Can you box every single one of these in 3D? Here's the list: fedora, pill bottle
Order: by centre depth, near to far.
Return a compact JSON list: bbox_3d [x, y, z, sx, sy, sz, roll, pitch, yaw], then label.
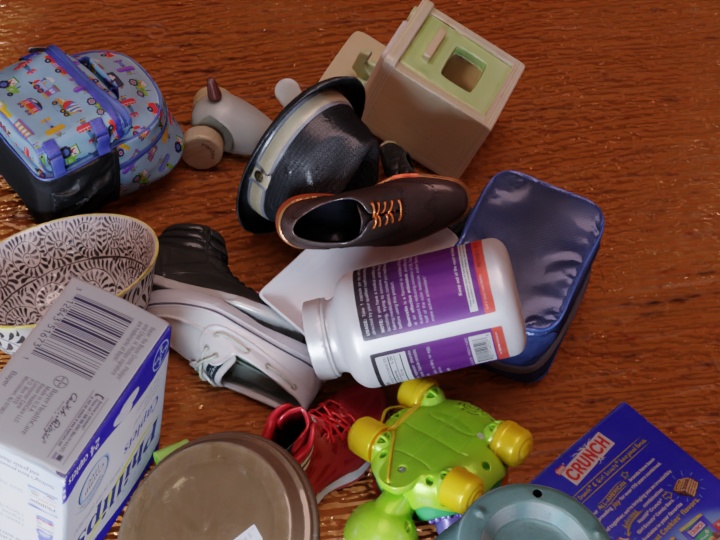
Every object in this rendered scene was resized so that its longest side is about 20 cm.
[{"bbox_3d":[0.050,0.044,1.333,0.198,0.113,0.113,-13,49,6],"label":"pill bottle"},{"bbox_3d":[-0.038,-0.100,1.489,0.092,0.201,0.200,41,54,20],"label":"fedora"}]

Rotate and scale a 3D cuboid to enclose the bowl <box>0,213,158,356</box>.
[{"bbox_3d":[-0.280,0.035,1.375,0.199,0.095,0.201,-9,30,5],"label":"bowl"}]

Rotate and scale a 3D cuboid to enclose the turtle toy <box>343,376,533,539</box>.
[{"bbox_3d":[0.059,0.193,1.313,0.145,0.102,0.200,26,47,32],"label":"turtle toy"}]

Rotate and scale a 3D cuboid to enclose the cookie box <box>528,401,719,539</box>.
[{"bbox_3d":[0.263,0.245,1.327,0.171,0.075,0.200,-33,62,-32],"label":"cookie box"}]

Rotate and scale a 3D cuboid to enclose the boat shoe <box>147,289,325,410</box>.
[{"bbox_3d":[-0.131,0.080,1.396,0.199,0.074,0.067,19,47,5],"label":"boat shoe"}]

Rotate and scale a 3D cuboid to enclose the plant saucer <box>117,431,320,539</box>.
[{"bbox_3d":[-0.129,0.232,1.223,0.199,0.029,0.202,-10,63,20],"label":"plant saucer"}]

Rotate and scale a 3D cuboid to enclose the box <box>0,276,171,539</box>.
[{"bbox_3d":[-0.253,0.147,1.229,0.104,0.201,0.184,24,49,8],"label":"box"}]

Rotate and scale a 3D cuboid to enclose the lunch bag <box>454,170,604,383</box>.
[{"bbox_3d":[0.165,0.005,1.479,0.135,0.133,0.201,24,61,13],"label":"lunch bag"}]

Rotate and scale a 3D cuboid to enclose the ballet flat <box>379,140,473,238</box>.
[{"bbox_3d":[0.071,-0.088,1.569,0.057,0.067,0.200,-34,40,1],"label":"ballet flat"}]

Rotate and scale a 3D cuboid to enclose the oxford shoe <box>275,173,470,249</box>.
[{"bbox_3d":[0.018,-0.052,1.409,0.198,0.072,0.073,-12,10,-9],"label":"oxford shoe"}]

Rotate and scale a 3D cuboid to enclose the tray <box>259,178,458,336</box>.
[{"bbox_3d":[0.000,0.000,1.444,0.107,0.022,0.200,39,62,14],"label":"tray"}]

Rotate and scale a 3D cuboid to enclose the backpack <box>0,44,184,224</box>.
[{"bbox_3d":[-0.293,-0.159,1.527,0.199,0.135,0.183,-28,59,-25],"label":"backpack"}]

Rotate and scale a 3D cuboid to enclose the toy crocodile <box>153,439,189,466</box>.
[{"bbox_3d":[-0.130,0.231,1.273,0.067,0.062,0.201,-15,53,-23],"label":"toy crocodile"}]

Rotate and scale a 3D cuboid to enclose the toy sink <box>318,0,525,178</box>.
[{"bbox_3d":[0.069,-0.223,1.648,0.199,0.112,0.131,32,49,0],"label":"toy sink"}]

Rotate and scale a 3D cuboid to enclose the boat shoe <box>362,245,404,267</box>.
[{"bbox_3d":[0.009,-0.002,1.497,0.064,0.072,0.201,11,49,-2],"label":"boat shoe"}]

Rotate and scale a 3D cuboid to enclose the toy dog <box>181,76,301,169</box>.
[{"bbox_3d":[-0.109,-0.173,1.607,0.198,0.097,0.132,-9,52,-18],"label":"toy dog"}]

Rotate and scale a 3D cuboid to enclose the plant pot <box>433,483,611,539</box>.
[{"bbox_3d":[0.126,0.285,1.191,0.198,0.189,0.201,5,49,-6],"label":"plant pot"}]

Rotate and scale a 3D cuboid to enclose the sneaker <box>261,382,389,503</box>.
[{"bbox_3d":[-0.031,0.151,1.325,0.078,0.116,0.200,29,50,15],"label":"sneaker"}]

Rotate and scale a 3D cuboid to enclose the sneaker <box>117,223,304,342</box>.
[{"bbox_3d":[-0.139,0.009,1.458,0.199,0.071,0.100,18,53,10],"label":"sneaker"}]
